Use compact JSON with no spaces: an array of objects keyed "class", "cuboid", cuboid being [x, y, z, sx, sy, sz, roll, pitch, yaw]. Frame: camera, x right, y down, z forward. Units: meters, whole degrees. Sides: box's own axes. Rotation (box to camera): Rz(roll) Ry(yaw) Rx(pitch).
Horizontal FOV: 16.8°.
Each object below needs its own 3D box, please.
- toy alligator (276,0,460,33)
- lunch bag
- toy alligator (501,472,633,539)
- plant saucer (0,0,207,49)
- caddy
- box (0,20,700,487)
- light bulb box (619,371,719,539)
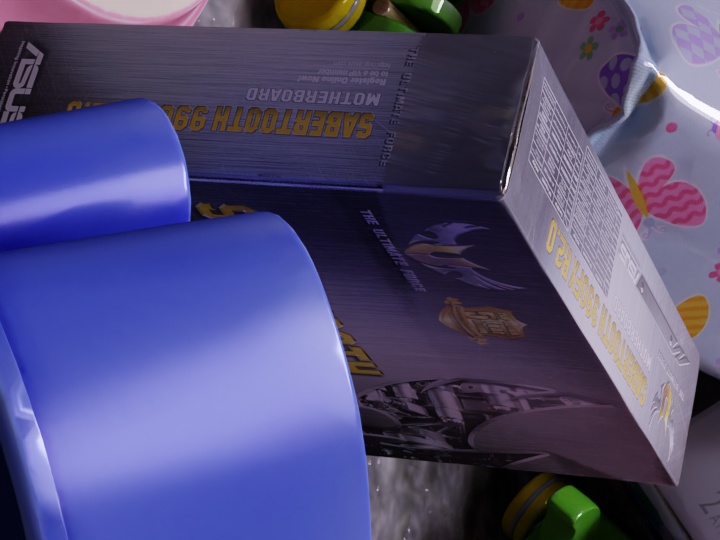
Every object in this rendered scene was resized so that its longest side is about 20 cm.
[{"class":"toy alligator","cuboid":[0.017,-0.129,0.851,0.059,0.054,0.201,39,56,-52]},{"class":"lunch bag","cuboid":[0.110,-0.060,0.891,0.169,0.127,0.200,23,32,-28]},{"class":"toy alligator","cuboid":[0.090,0.128,0.977,0.054,0.059,0.200,-49,158,-2]},{"class":"plant saucer","cuboid":[-0.088,-0.145,0.703,0.200,0.051,0.201,7,81,-58]},{"class":"caddy","cuboid":[-0.072,0.058,0.549,0.105,0.141,0.201,-18,123,-24]},{"class":"box","cuboid":[0.000,0.000,0.706,0.200,0.158,0.048,54,46,-58]},{"class":"light bulb box","cuboid":[0.187,0.101,0.976,0.200,0.125,0.198,59,0,-37]}]
